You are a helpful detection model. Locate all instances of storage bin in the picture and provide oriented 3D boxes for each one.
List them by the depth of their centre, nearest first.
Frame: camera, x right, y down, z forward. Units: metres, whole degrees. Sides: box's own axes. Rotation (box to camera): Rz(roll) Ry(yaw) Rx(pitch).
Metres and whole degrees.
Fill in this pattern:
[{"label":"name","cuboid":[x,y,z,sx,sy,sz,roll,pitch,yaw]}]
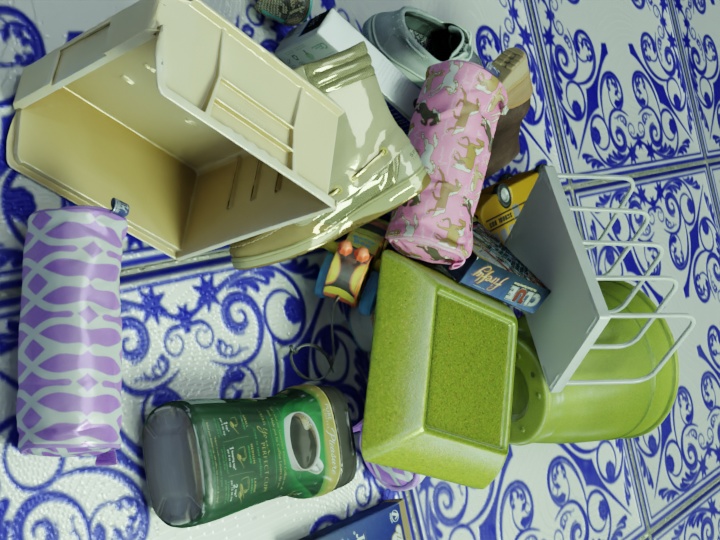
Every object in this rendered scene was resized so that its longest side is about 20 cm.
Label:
[{"label":"storage bin","cuboid":[-0.150,-0.109,0.872,0.198,0.199,0.095,31,57,-40]}]

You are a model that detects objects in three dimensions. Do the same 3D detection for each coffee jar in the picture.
[{"label":"coffee jar","cuboid":[-0.091,0.159,0.957,0.199,0.085,0.106,0,77,-48]}]

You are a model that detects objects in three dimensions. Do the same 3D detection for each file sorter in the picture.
[{"label":"file sorter","cuboid":[0.256,0.009,1.178,0.123,0.139,0.202,0,53,-17]}]

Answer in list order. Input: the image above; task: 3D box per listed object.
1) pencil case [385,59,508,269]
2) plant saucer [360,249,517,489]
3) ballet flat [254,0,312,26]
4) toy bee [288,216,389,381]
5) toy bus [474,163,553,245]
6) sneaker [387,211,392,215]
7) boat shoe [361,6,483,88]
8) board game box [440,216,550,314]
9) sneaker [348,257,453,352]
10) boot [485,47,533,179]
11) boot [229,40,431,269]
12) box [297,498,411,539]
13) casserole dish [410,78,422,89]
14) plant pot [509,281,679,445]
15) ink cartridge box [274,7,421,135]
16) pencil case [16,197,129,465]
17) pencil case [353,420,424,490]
[{"label":"pencil case","cuboid":[0.086,-0.104,1.060,0.083,0.086,0.202,34,68,-54]},{"label":"plant saucer","cuboid":[0.091,0.100,1.054,0.199,0.048,0.202,23,68,-44]},{"label":"ballet flat","cuboid":[-0.081,-0.353,1.125,0.075,0.068,0.202,13,71,-25]},{"label":"toy bee","cuboid":[0.000,0.000,1.069,0.129,0.109,0.201,6,47,-9]},{"label":"toy bus","cuboid":[0.180,-0.073,1.342,0.199,0.065,0.079,-27,101,-49]},{"label":"sneaker","cuboid":[-0.034,-0.090,1.076,0.199,0.080,0.131,37,54,-7]},{"label":"boat shoe","cuboid":[0.089,-0.246,1.220,0.200,0.071,0.071,10,73,-48]},{"label":"board game box","cuboid":[0.102,-0.038,1.170,0.135,0.035,0.200,22,20,-44]},{"label":"sneaker","cuboid":[0.071,0.024,1.182,0.200,0.080,0.077,-43,110,-47]},{"label":"boot","cuboid":[0.131,-0.150,1.268,0.199,0.072,0.167,-38,148,-26]},{"label":"boot","cuboid":[-0.053,-0.102,0.980,0.157,0.198,0.073,64,0,-13]},{"label":"box","cuboid":[-0.015,0.308,1.048,0.199,0.032,0.123,-10,88,-48]},{"label":"casserole dish","cuboid":[0.053,-0.208,1.254,0.200,0.039,0.122,-39,110,-47]},{"label":"plant pot","cuboid":[0.237,0.121,1.281,0.191,0.199,0.203,-9,87,-37]},{"label":"ink cartridge box","cuboid":[0.011,-0.183,1.125,0.200,0.099,0.039,41,68,-23]},{"label":"pencil case","cuboid":[-0.222,0.047,0.845,0.085,0.083,0.203,34,55,-67]},{"label":"pencil case","cuboid":[0.082,0.152,1.147,0.199,0.084,0.086,-30,83,-48]}]
